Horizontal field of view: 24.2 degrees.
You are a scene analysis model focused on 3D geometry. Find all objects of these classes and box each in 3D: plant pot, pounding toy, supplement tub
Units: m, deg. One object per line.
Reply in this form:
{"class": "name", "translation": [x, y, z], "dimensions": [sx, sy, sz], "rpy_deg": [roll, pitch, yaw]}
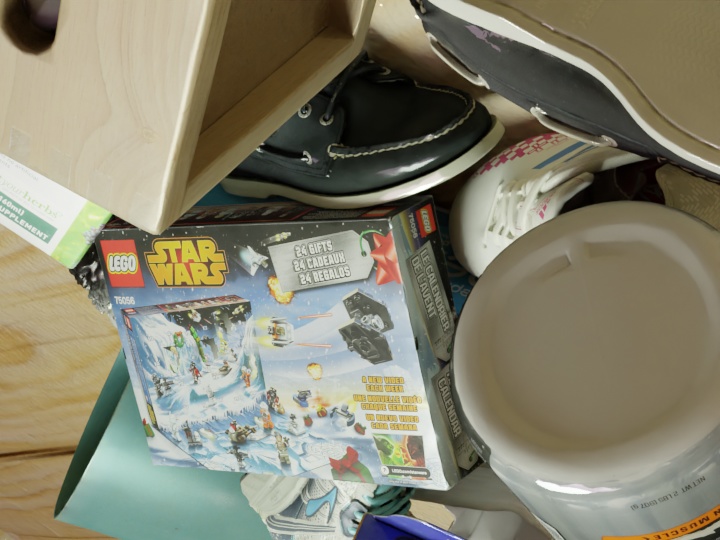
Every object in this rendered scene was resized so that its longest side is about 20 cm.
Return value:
{"class": "plant pot", "translation": [-0.099, 0.111, 1.174], "dimensions": [0.161, 0.201, 0.201], "rpy_deg": [25, 160, -11]}
{"class": "pounding toy", "translation": [-0.087, -0.114, 0.586], "dimensions": [0.142, 0.184, 0.200], "rpy_deg": [28, 130, 12]}
{"class": "supplement tub", "translation": [0.124, 0.068, 0.680], "dimensions": [0.122, 0.123, 0.200], "rpy_deg": [17, 162, 33]}

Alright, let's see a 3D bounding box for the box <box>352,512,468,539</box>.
{"class": "box", "translation": [0.038, 0.202, 0.914], "dimensions": [0.119, 0.041, 0.200], "rpy_deg": [23, 147, 5]}

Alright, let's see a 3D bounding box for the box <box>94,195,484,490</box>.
{"class": "box", "translation": [-0.040, 0.035, 0.846], "dimensions": [0.200, 0.040, 0.137], "rpy_deg": [0, 109, 38]}

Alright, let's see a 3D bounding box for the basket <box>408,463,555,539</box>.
{"class": "basket", "translation": [0.102, 0.122, 1.003], "dimensions": [0.136, 0.123, 0.200], "rpy_deg": [43, 157, -25]}

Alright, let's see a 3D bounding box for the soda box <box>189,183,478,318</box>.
{"class": "soda box", "translation": [0.000, 0.000, 0.882], "dimensions": [0.200, 0.068, 0.064], "rpy_deg": [22, 136, 26]}

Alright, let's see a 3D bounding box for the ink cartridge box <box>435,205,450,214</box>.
{"class": "ink cartridge box", "translation": [0.010, -0.012, 0.964], "dimensions": [0.200, 0.037, 0.095], "rpy_deg": [24, 155, 27]}

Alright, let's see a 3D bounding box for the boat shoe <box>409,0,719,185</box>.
{"class": "boat shoe", "translation": [0.103, -0.077, 0.651], "dimensions": [0.200, 0.074, 0.060], "rpy_deg": [28, 158, 20]}

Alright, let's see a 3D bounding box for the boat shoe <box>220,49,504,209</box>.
{"class": "boat shoe", "translation": [-0.015, -0.077, 0.815], "dimensions": [0.199, 0.074, 0.066], "rpy_deg": [9, 132, 55]}

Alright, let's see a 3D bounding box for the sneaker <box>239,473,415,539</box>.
{"class": "sneaker", "translation": [0.006, 0.119, 0.935], "dimensions": [0.086, 0.078, 0.200], "rpy_deg": [63, 149, 14]}

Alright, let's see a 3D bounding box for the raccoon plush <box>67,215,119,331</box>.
{"class": "raccoon plush", "translation": [-0.137, -0.077, 0.909], "dimensions": [0.200, 0.097, 0.134], "rpy_deg": [55, 160, 8]}

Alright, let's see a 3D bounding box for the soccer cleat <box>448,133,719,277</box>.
{"class": "soccer cleat", "translation": [0.091, -0.028, 0.740], "dimensions": [0.200, 0.086, 0.070], "rpy_deg": [-10, 91, 52]}

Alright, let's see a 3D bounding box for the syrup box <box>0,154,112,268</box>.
{"class": "syrup box", "translation": [-0.114, -0.099, 0.786], "dimensions": [0.079, 0.081, 0.200], "rpy_deg": [34, 133, -10]}

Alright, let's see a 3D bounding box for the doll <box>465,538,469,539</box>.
{"class": "doll", "translation": [0.118, 0.221, 0.957], "dimensions": [0.200, 0.048, 0.136], "rpy_deg": [34, 157, -4]}
